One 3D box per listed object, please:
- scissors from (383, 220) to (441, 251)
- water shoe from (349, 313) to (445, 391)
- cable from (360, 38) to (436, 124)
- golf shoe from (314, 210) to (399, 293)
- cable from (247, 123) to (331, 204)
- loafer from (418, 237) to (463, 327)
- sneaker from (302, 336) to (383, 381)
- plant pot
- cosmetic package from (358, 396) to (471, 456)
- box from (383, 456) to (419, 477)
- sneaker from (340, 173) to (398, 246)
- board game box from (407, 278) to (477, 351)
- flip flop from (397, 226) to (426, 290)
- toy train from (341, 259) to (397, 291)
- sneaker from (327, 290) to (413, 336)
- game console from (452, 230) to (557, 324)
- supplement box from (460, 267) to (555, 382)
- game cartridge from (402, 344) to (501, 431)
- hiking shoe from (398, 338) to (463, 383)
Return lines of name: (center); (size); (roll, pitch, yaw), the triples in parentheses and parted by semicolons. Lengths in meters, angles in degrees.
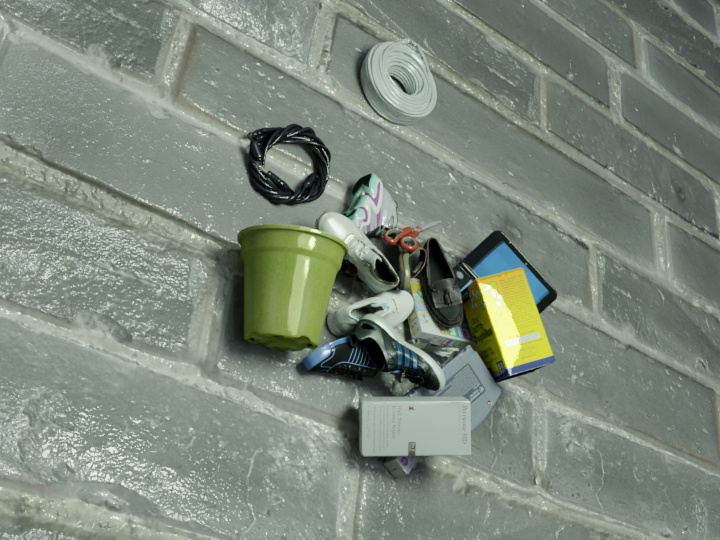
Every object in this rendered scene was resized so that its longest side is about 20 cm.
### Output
scissors: (0.109, -0.086, 1.741); (0.073, 0.014, 0.200); (24, 30, 14)
water shoe: (0.063, 0.168, 1.541); (0.200, 0.072, 0.079); (40, 50, 0)
cable: (0.087, -0.434, 1.943); (0.199, 0.069, 0.201); (-15, 79, -41)
golf shoe: (0.002, -0.040, 1.593); (0.200, 0.097, 0.078); (44, 74, -19)
cable: (-0.130, -0.211, 1.671); (0.199, 0.051, 0.164); (-8, 74, -41)
loafer: (0.161, 0.021, 1.711); (0.071, 0.063, 0.201); (-9, 54, -8)
sneaker: (-0.016, 0.168, 1.559); (0.199, 0.070, 0.078); (-10, 68, -42)
plant pot: (-0.128, 0.039, 1.471); (0.200, 0.200, 0.185); (17, 70, -31)
cosmetic package: (0.097, 0.280, 1.516); (0.199, 0.074, 0.102); (-1, 88, -4)
box: (0.114, 0.312, 1.610); (0.039, 0.041, 0.200); (50, 47, -7)
sneaker: (0.025, -0.086, 1.715); (0.140, 0.078, 0.201); (43, 60, -26)
board game box: (0.182, 0.097, 1.756); (0.199, 0.034, 0.135); (14, 48, -33)
flip flop: (0.105, -0.023, 1.709); (0.200, 0.057, 0.082); (-80, 167, -64)
toy train: (0.000, 0.000, 1.671); (0.199, 0.046, 0.034); (23, 56, -28)
sneaker: (0.038, 0.078, 1.623); (0.199, 0.088, 0.076); (-17, 79, -36)
game console: (0.291, 0.043, 1.778); (0.200, 0.118, 0.171); (47, 38, 4)
supplement box: (0.291, 0.112, 1.690); (0.109, 0.109, 0.201); (-13, 76, -17)
game cartridge: (0.178, 0.250, 1.619); (0.200, 0.041, 0.133); (-33, 87, -32)
hiking shoe: (0.155, 0.199, 1.688); (0.199, 0.076, 0.101); (13, 73, -27)
